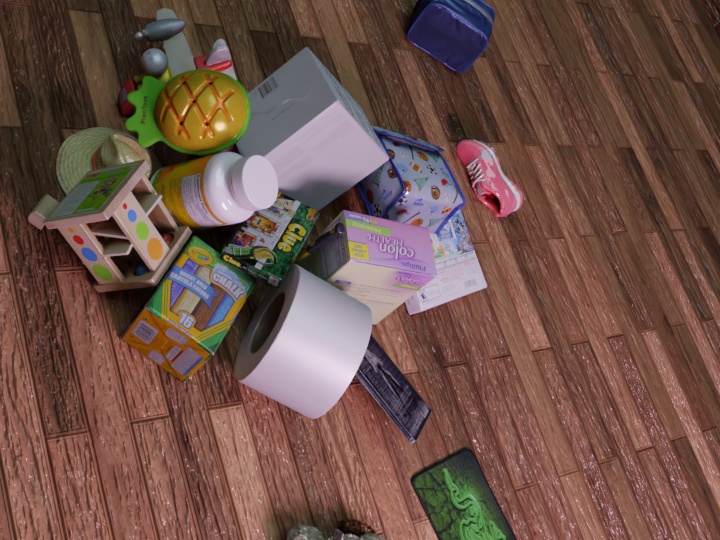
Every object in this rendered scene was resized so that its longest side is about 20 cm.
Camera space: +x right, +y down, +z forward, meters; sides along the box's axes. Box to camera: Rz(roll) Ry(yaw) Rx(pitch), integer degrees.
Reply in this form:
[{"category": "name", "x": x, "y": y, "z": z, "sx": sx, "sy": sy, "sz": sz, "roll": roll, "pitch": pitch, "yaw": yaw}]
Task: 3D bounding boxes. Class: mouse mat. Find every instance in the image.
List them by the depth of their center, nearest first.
[{"category": "mouse mat", "x": 0.184, "y": 0.422, "z": 1.531, "sx": 0.160, "sy": 0.008, "sz": 0.201, "roll": -16, "pitch": 75, "yaw": -41}]

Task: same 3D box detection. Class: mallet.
[{"category": "mallet", "x": -0.089, "y": -0.041, "z": 1.481, "sx": 0.041, "sy": 0.200, "sz": 0.066, "roll": 22, "pitch": 49, "yaw": -30}]

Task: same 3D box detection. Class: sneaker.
[{"category": "sneaker", "x": 0.273, "y": -0.202, "z": 1.925, "sx": 0.201, "sy": 0.074, "sz": 0.087, "roll": 51, "pitch": 48, "yaw": 0}]

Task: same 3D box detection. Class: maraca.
[{"category": "maraca", "x": -0.270, "y": -0.248, "z": 1.380, "sx": 0.198, "sy": 0.107, "sz": 0.139, "roll": 1, "pitch": 79, "yaw": 4}]

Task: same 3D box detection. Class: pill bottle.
[{"category": "pill bottle", "x": -0.230, "y": -0.125, "z": 1.390, "sx": 0.111, "sy": 0.198, "sz": 0.112, "roll": 13, "pitch": 74, "yaw": -53}]

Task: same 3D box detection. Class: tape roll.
[{"category": "tape roll", "x": -0.091, "y": 0.112, "z": 1.386, "sx": 0.138, "sy": 0.203, "sz": 0.204, "roll": 30, "pitch": 50, "yaw": -17}]

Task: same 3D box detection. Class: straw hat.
[{"category": "straw hat", "x": -0.381, "y": -0.169, "z": 1.423, "sx": 0.199, "sy": 0.085, "sz": 0.203, "roll": 17, "pitch": 55, "yaw": -27}]

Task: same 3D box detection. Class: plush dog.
[{"category": "plush dog", "x": 0.003, "y": 0.448, "z": 1.307, "sx": 0.171, "sy": 0.160, "sz": 0.202, "roll": 6, "pitch": 57, "yaw": -60}]

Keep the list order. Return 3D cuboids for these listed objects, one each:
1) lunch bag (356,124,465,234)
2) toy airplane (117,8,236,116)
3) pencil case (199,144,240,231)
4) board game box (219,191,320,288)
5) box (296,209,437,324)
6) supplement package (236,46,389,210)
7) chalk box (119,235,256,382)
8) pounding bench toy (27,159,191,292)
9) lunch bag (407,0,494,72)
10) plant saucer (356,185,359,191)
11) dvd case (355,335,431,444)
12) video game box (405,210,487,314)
[{"category": "lunch bag", "x": 0.081, "y": -0.184, "z": 1.648, "sx": 0.169, "sy": 0.124, "sz": 0.201, "roll": 8, "pitch": 48, "yaw": -40}, {"category": "toy airplane", "x": -0.307, "y": -0.331, "z": 1.479, "sx": 0.199, "sy": 0.201, "sz": 0.141, "roll": 24, "pitch": -4, "yaw": 25}, {"category": "pencil case", "x": -0.236, "y": -0.172, "z": 1.528, "sx": 0.090, "sy": 0.094, "sz": 0.202, "roll": 0, "pitch": 62, "yaw": -37}, {"category": "board game box", "x": -0.141, "y": -0.058, "z": 1.413, "sx": 0.104, "sy": 0.024, "sz": 0.201, "roll": 27, "pitch": 38, "yaw": -3}, {"category": "box", "x": 0.000, "y": 0.000, "z": 1.520, "sx": 0.174, "sy": 0.200, "sz": 0.098, "roll": 10, "pitch": 58, "yaw": -30}, {"category": "supplement package", "x": -0.092, "y": -0.234, "z": 1.534, "sx": 0.200, "sy": 0.190, "sz": 0.148, "roll": 38, "pitch": 21, "yaw": -55}, {"category": "chalk box", "x": -0.254, "y": 0.045, "z": 1.361, "sx": 0.124, "sy": 0.125, "sz": 0.201, "roll": 37, "pitch": 49, "yaw": -11}, {"category": "pounding bench toy", "x": -0.385, "y": -0.054, "z": 1.336, "sx": 0.157, "sy": 0.198, "sz": 0.125, "roll": 62, "pitch": 37, "yaw": -33}, {"category": "lunch bag", "x": 0.207, "y": -0.583, "z": 2.064, "sx": 0.199, "sy": 0.136, "sz": 0.133, "roll": 31, "pitch": 49, "yaw": -15}, {"category": "plant saucer", "x": 0.060, "y": -0.185, "z": 1.786, "sx": 0.199, "sy": 0.037, "sz": 0.202, "roll": 18, "pitch": 54, "yaw": -26}, {"category": "dvd case", "x": 0.043, "y": 0.192, "z": 1.517, "sx": 0.201, "sy": 0.016, "sz": 0.149, "roll": 52, "pitch": 19, "yaw": 1}, {"category": "video game box", "x": 0.143, "y": -0.027, "z": 1.724, "sx": 0.199, "sy": 0.047, "sz": 0.184, "roll": -16, "pitch": 88, "yaw": -41}]
